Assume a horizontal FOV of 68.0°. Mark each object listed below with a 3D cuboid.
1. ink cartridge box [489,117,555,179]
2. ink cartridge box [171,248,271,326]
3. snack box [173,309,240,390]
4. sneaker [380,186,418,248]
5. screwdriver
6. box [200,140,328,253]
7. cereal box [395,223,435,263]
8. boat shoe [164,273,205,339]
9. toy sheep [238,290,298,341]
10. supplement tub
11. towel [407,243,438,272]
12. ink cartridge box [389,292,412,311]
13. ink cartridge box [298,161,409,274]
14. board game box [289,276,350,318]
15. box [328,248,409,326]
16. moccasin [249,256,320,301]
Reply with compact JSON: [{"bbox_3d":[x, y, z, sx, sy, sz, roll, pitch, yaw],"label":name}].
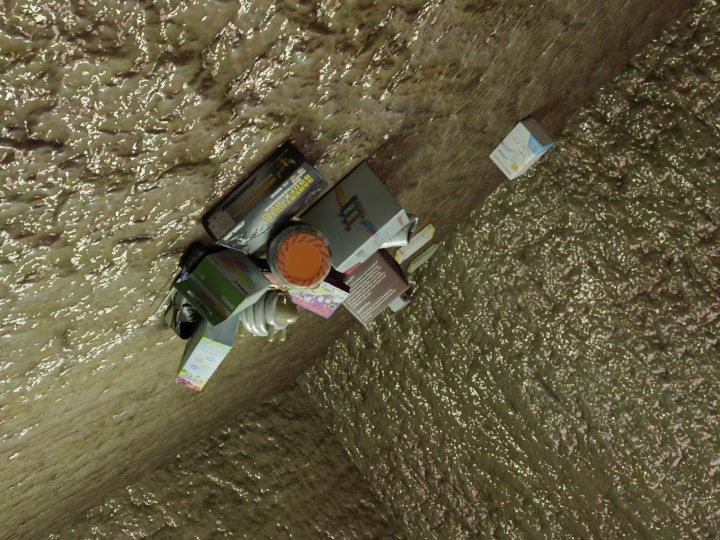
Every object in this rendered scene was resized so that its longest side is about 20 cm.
[{"bbox_3d":[0.591,-0.443,1.987,0.125,0.129,0.200,-28,164,-46],"label":"ink cartridge box"},{"bbox_3d":[-0.242,0.023,0.966,0.059,0.104,0.200,-45,180,12],"label":"ink cartridge box"},{"bbox_3d":[-0.315,0.129,1.126,0.200,0.067,0.171,-47,-152,39],"label":"snack box"},{"bbox_3d":[0.090,-0.134,1.334,0.113,0.202,0.074,-2,141,15],"label":"sneaker"},{"bbox_3d":[-0.329,0.023,0.966,0.029,0.028,0.200,10,133,-38],"label":"screwdriver"},{"bbox_3d":[-0.159,-0.118,0.925,0.199,0.049,0.158,-40,169,4],"label":"box"},{"bbox_3d":[0.240,-0.117,2.370,0.199,0.040,0.144,-38,169,-7],"label":"cereal box"},{"bbox_3d":[-0.334,0.070,1.051,0.073,0.065,0.200,-30,166,-37],"label":"boat shoe"},{"bbox_3d":[-0.234,0.095,1.277,0.197,0.141,0.137,4,-170,25],"label":"toy sheep"},{"bbox_3d":[-0.122,-0.032,1.038,0.122,0.123,0.200,-38,-165,-6],"label":"supplement tub"},{"bbox_3d":[0.345,-0.069,2.954,0.199,0.037,0.149,-38,169,-13],"label":"towel"},{"bbox_3d":[0.202,0.147,3.050,0.084,0.145,0.200,-43,170,16],"label":"ink cartridge box"},{"bbox_3d":[-0.009,-0.113,1.207,0.199,0.145,0.145,-40,169,4],"label":"ink cartridge box"},{"bbox_3d":[-0.138,0.040,1.319,0.120,0.198,0.033,-46,-156,45],"label":"board game box"},{"bbox_3d":[0.000,0.000,1.423,0.165,0.200,0.165,-40,-161,10],"label":"box"},{"bbox_3d":[-0.178,0.021,1.202,0.199,0.074,0.078,2,134,-43],"label":"moccasin"}]
